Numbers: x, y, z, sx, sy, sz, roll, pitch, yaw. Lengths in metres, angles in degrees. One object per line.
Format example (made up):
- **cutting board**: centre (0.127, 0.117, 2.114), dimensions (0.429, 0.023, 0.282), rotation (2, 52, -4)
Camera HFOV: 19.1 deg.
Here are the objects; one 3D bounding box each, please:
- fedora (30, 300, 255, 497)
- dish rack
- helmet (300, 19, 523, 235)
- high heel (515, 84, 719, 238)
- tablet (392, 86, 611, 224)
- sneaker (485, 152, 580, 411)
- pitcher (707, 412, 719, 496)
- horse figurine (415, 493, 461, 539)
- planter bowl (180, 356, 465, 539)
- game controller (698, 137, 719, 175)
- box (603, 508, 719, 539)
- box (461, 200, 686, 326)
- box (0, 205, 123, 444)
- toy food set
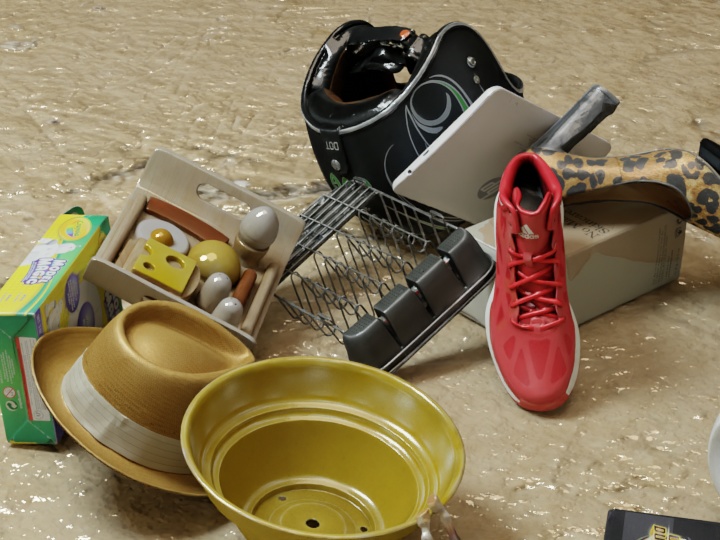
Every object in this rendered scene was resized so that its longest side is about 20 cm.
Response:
- **fedora**: centre (-0.142, 0.081, 1.579), dimensions (0.200, 0.082, 0.201), rotation (27, 26, -14)
- **dish rack**: centre (0.000, 0.000, 1.794), dimensions (0.153, 0.055, 0.200), rotation (-41, 37, -17)
- **helmet**: centre (0.055, -0.129, 1.943), dimensions (0.199, 0.191, 0.201), rotation (-23, 43, 23)
- **high heel**: centre (0.223, -0.050, 1.805), dimensions (0.200, 0.071, 0.143), rotation (40, 72, 16)
- **tablet**: centre (0.126, -0.090, 1.863), dimensions (0.200, 0.130, 0.014), rotation (19, 33, -52)
- **sneaker**: centre (0.129, 0.003, 1.681), dimensions (0.078, 0.116, 0.201), rotation (-9, 72, 6)
- **pitcher**: centre (0.359, 0.137, 1.548), dimensions (0.200, 0.122, 0.172), rotation (-11, 43, -44)
- **horse figurine**: centre (0.055, 0.229, 1.376), dimensions (0.050, 0.133, 0.200), rotation (-34, 3, 39)
- **planter bowl**: centre (-0.030, 0.152, 1.510), dimensions (0.199, 0.084, 0.201), rotation (6, 34, -4)
- **game controller**: centre (0.354, -0.058, 1.783), dimensions (0.104, 0.042, 0.200), rotation (36, 6, -27)
- **box**: centre (0.251, 0.240, 1.407), dimensions (0.198, 0.050, 0.200), rotation (5, 29, 10)
- **box**: centre (0.181, -0.013, 1.846), dimensions (0.200, 0.078, 0.095), rotation (-23, 38, -38)
- **box**: centre (-0.234, 0.038, 1.693), dimensions (0.048, 0.118, 0.200), rotation (0, 27, 12)
- **toy food set**: centre (-0.127, -0.019, 1.710), dimensions (0.143, 0.061, 0.200), rotation (27, 29, -4)
